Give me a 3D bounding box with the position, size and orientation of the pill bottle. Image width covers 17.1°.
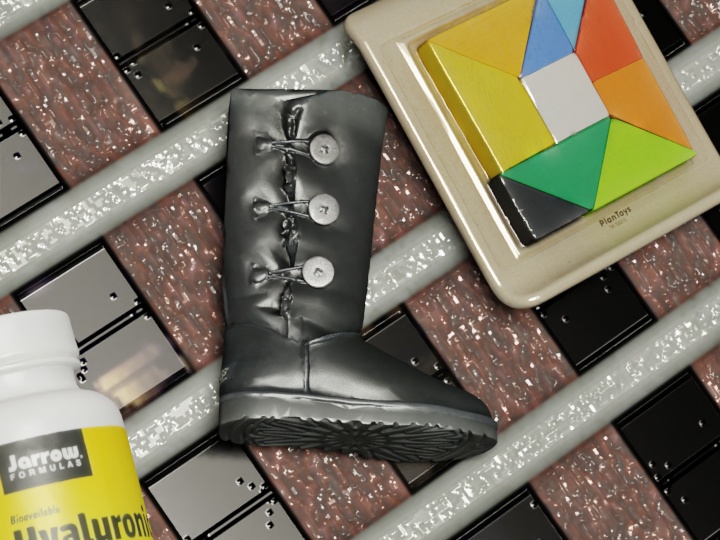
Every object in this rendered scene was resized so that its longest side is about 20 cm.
[{"bbox_3d":[-0.167,0.127,1.237,0.111,0.111,0.200,-13,79,-17],"label":"pill bottle"}]

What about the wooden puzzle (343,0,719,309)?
[{"bbox_3d":[0.110,-0.098,1.393,0.185,0.037,0.200,-28,83,-29],"label":"wooden puzzle"}]

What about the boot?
[{"bbox_3d":[-0.001,0.000,1.345,0.165,0.066,0.200,8,66,-20],"label":"boot"}]
